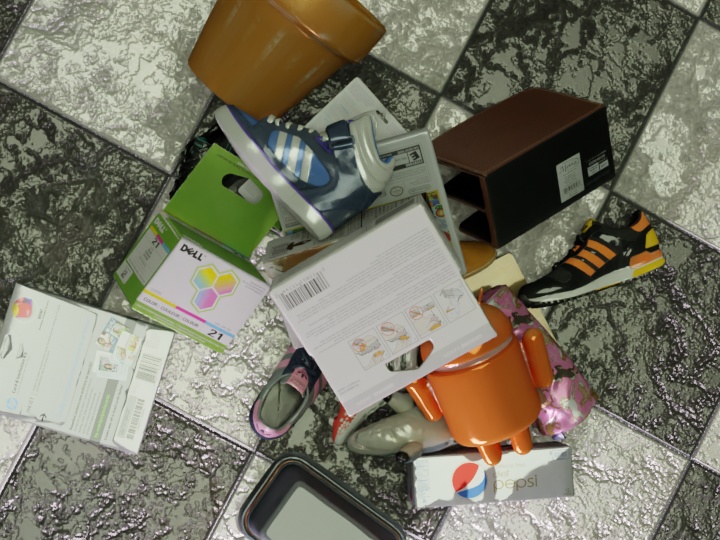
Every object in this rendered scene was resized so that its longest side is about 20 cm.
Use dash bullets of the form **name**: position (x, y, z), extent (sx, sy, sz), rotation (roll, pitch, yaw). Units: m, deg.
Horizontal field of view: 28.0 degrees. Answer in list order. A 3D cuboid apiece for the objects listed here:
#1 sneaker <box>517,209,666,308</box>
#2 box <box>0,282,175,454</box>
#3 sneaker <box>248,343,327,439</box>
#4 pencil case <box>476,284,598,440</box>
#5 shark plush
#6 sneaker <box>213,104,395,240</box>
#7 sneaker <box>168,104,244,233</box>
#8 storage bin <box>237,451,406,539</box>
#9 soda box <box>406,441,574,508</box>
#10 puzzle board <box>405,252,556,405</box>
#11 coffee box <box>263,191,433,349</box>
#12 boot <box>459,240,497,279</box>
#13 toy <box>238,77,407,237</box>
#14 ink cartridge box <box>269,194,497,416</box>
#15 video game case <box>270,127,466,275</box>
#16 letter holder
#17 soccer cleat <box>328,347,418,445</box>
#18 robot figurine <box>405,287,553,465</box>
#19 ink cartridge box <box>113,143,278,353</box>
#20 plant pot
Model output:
- **sneaker**: position (0.278, -0.015, 1.791), extent (0.199, 0.070, 0.091), rotation (-17, 86, -14)
- **box**: position (-0.339, 0.118, 1.736), extent (0.199, 0.041, 0.157), rotation (17, 86, -6)
- **sneaker**: position (-0.063, 0.119, 1.743), extent (0.070, 0.082, 0.201), rotation (31, 85, -4)
- **pencil case**: position (0.200, 0.110, 1.757), extent (0.086, 0.083, 0.200), rotation (-40, 94, -16)
- **shark plush**: position (0.083, 0.190, 1.758), extent (0.199, 0.083, 0.091), rotation (-10, 66, -33)
- **sneaker**: position (-0.054, -0.148, 1.642), extent (0.146, 0.081, 0.200), rotation (-42, 82, -5)
- **sneaker**: position (-0.195, -0.112, 1.731), extent (0.200, 0.075, 0.079), rotation (-51, 130, -9)
- **storage bin**: position (-0.046, 0.326, 1.714), extent (0.200, 0.134, 0.146), rotation (37, 85, -3)
- **soda box**: position (0.158, 0.249, 1.770), extent (0.198, 0.068, 0.064), rotation (-3, 89, -6)
- **puzzle board**: position (0.134, 0.089, 1.799), extent (0.199, 0.017, 0.151), rotation (-28, 93, -5)
- **coffee box**: position (0.000, 0.000, 1.671), extent (0.199, 0.080, 0.115), rotation (-16, 109, 6)
- **boot**: position (0.058, -0.051, 1.748), extent (0.200, 0.071, 0.145), rotation (-13, 113, 1)
- **toy**: position (-0.042, -0.129, 1.768), extent (0.200, 0.047, 0.115), rotation (-44, 107, 1)
- **ink cartridge box**: position (0.026, 0.041, 1.617), extent (0.199, 0.045, 0.177), rotation (-29, 104, 11)
- **video game case**: position (0.008, -0.056, 1.707), extent (0.199, 0.023, 0.183), rotation (-15, 107, 6)
- **letter holder**: position (0.187, -0.131, 1.757), extent (0.199, 0.142, 0.101), rotation (-30, 124, -26)
- **soccer cleat**: position (0.031, 0.132, 1.750), extent (0.085, 0.069, 0.201), rotation (29, 92, 6)
- **robot figurine**: position (0.137, 0.124, 1.676), extent (0.116, 0.143, 0.201), rotation (-34, 109, -42)
- **ink cartridge box**: position (-0.169, -0.025, 1.686), extent (0.147, 0.076, 0.200), rotation (30, 102, -39)
- **plant pot**: position (-0.102, -0.279, 1.708), extent (0.200, 0.200, 0.183), rotation (40, 101, -3)
